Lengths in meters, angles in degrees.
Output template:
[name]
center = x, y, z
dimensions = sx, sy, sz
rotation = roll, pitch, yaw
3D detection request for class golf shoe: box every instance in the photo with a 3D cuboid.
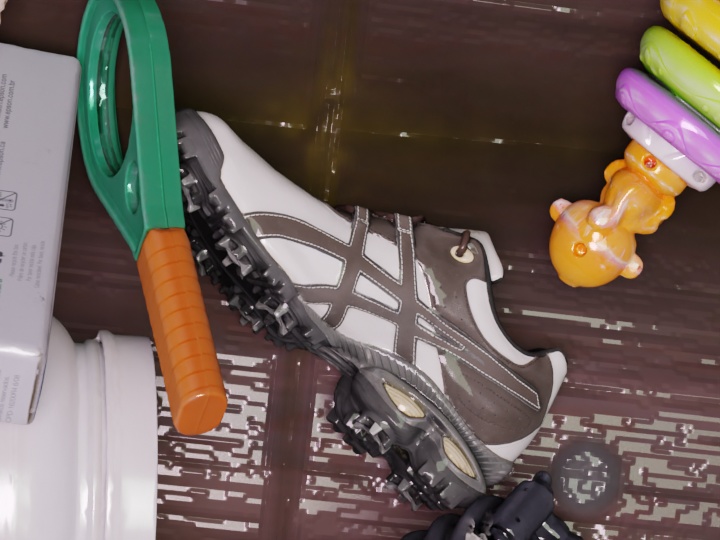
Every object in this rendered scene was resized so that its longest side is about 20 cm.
[golf shoe]
center = 0.000, 0.000, 1.189
dimensions = 0.094, 0.078, 0.200
rotation = -44, 105, -13

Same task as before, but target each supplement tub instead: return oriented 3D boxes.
[supplement tub]
center = -0.179, 0.082, 1.122
dimensions = 0.199, 0.144, 0.145
rotation = 2, 90, -8

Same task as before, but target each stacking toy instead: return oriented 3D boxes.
[stacking toy]
center = 0.145, -0.073, 1.200
dimensions = 0.116, 0.110, 0.200
rotation = 39, 96, 8

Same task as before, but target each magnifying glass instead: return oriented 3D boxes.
[magnifying glass]
center = -0.080, -0.025, 1.130
dimensions = 0.022, 0.080, 0.201
rotation = -1, 51, -22

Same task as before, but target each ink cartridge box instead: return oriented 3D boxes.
[ink cartridge box]
center = -0.207, -0.031, 1.101
dimensions = 0.199, 0.197, 0.043
rotation = 10, 125, -7

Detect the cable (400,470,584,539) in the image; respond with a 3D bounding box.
[cable]
center = 0.062, 0.188, 1.165
dimensions = 0.051, 0.163, 0.201
rotation = -3, 108, 30

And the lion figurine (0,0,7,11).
[lion figurine]
center = -0.223, -0.159, 1.152
dimensions = 0.199, 0.072, 0.123
rotation = 12, 86, 1
